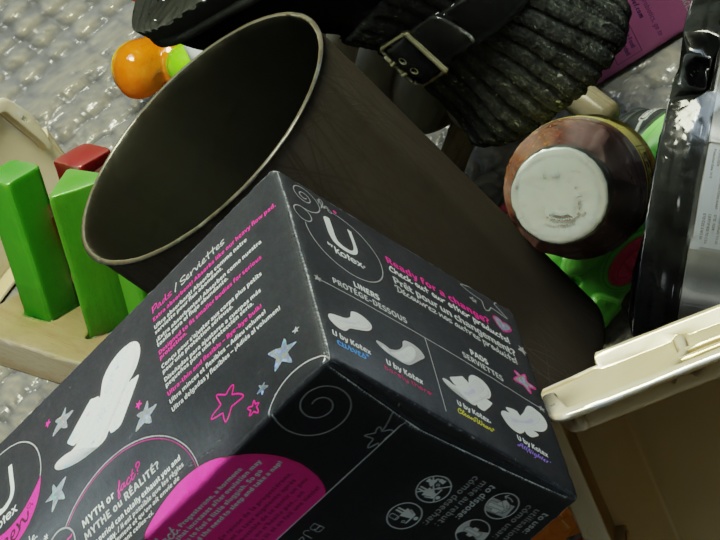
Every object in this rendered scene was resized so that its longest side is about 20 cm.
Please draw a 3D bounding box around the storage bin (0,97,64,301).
[{"bbox_3d":[-0.295,-0.023,1.657,0.200,0.094,0.199,14,59,41],"label":"storage bin"}]

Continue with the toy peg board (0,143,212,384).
[{"bbox_3d":[-0.072,-0.025,1.456,0.200,0.098,0.199,14,37,44],"label":"toy peg board"}]

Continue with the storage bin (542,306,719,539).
[{"bbox_3d":[0.192,0.105,1.122,0.198,0.200,0.094,-22,9,10],"label":"storage bin"}]

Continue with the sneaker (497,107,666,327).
[{"bbox_3d":[0.093,-0.009,1.426,0.200,0.077,0.084,-36,25,-10],"label":"sneaker"}]

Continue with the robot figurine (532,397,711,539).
[{"bbox_3d":[0.110,0.102,1.249,0.200,0.145,0.058,-21,37,24],"label":"robot figurine"}]

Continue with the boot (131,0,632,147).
[{"bbox_3d":[0.005,-0.117,1.337,0.211,0.158,0.079,-12,52,51],"label":"boot"}]

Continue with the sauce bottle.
[{"bbox_3d":[0.095,-0.035,1.277,0.066,0.066,0.200,-23,1,11],"label":"sauce bottle"}]

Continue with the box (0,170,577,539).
[{"bbox_3d":[-0.041,0.085,1.092,0.200,0.132,0.115,-44,36,23],"label":"box"}]

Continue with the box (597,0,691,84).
[{"bbox_3d":[0.155,-0.224,1.566,0.200,0.097,0.176,-33,40,1],"label":"box"}]

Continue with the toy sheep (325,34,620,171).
[{"bbox_3d":[0.044,-0.126,1.434,0.200,0.138,0.138,32,68,13],"label":"toy sheep"}]

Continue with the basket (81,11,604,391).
[{"bbox_3d":[0.000,0.000,1.294,0.136,0.200,0.180,-57,24,-15],"label":"basket"}]

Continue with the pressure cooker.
[{"bbox_3d":[0.225,-0.024,1.253,0.200,0.176,0.179,9,47,9],"label":"pressure cooker"}]

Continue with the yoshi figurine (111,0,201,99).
[{"bbox_3d":[-0.063,-0.121,1.602,0.200,0.112,0.112,17,68,40],"label":"yoshi figurine"}]
